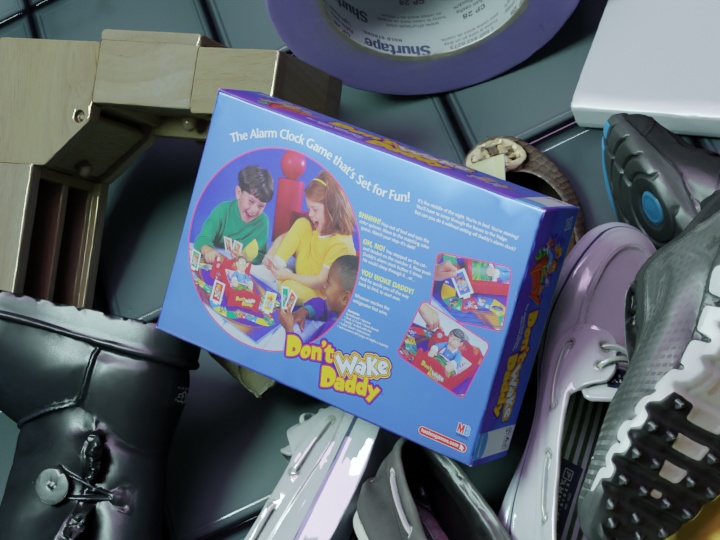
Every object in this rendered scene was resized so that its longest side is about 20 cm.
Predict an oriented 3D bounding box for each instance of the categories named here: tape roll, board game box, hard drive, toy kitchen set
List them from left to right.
[{"bbox_3d":[-0.108,-0.041,1.210,0.199,0.163,0.182,6,85,28],"label":"toy kitchen set"},{"bbox_3d":[0.000,0.000,1.011,0.199,0.045,0.135,22,103,27],"label":"board game box"},{"bbox_3d":[0.036,-0.206,1.191,0.199,0.200,0.085,-17,51,12],"label":"tape roll"},{"bbox_3d":[0.238,-0.135,1.162,0.199,0.027,0.133,7,59,28],"label":"hard drive"}]

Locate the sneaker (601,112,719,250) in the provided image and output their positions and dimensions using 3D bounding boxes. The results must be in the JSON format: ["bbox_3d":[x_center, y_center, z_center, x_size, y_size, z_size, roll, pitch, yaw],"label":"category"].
[{"bbox_3d":[0.208,-0.023,1.074,0.082,0.073,0.200,-27,52,-19],"label":"sneaker"}]

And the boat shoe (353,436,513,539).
[{"bbox_3d":[0.056,0.156,0.955,0.066,0.057,0.200,1,33,-33],"label":"boat shoe"}]

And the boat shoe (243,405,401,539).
[{"bbox_3d":[-0.013,0.104,1.063,0.065,0.074,0.201,18,63,29],"label":"boat shoe"}]

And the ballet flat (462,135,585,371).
[{"bbox_3d":[0.100,-0.010,1.116,0.067,0.046,0.201,-22,50,8],"label":"ballet flat"}]

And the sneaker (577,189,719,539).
[{"bbox_3d":[0.159,0.043,0.957,0.201,0.066,0.090,-61,24,-1],"label":"sneaker"}]

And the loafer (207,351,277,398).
[{"bbox_3d":[-0.002,0.013,1.090,0.199,0.068,0.076,-23,9,31],"label":"loafer"}]

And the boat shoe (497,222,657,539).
[{"bbox_3d":[0.128,0.068,1.009,0.067,0.073,0.201,157,129,-67],"label":"boat shoe"}]

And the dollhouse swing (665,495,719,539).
[{"bbox_3d":[0.249,0.134,0.949,0.181,0.176,0.201,15,51,-16],"label":"dollhouse swing"}]

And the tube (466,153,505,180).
[{"bbox_3d":[-0.005,-0.010,1.150,0.199,0.052,0.058,-16,95,21],"label":"tube"}]

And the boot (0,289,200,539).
[{"bbox_3d":[-0.193,0.100,1.101,0.199,0.076,0.169,11,83,17],"label":"boot"}]
